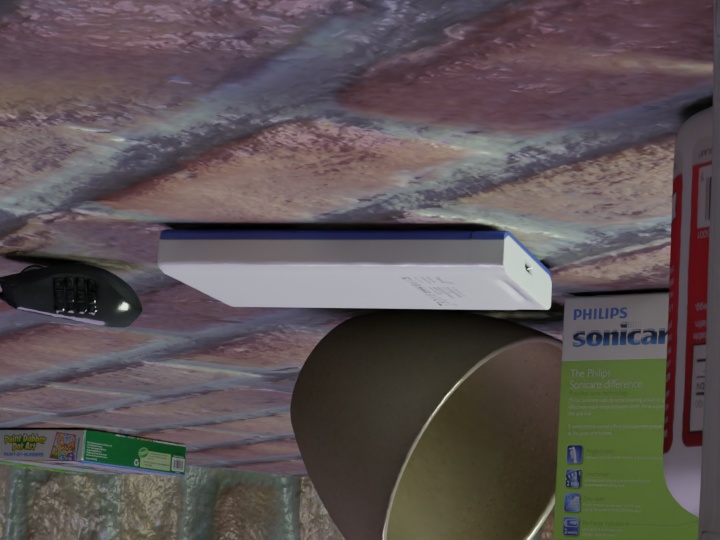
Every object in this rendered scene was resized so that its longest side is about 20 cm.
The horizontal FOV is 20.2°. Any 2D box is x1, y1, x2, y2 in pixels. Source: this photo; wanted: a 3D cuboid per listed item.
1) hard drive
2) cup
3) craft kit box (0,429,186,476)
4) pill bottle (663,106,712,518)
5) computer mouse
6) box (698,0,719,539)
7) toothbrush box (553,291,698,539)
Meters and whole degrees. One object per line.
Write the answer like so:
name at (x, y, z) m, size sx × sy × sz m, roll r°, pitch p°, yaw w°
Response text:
hard drive at (0.000, 0.000, 1.166) m, size 0.198 × 0.026 × 0.132 m, roll 0°, pitch 169°, yaw 17°
cup at (0.036, 0.105, 1.372) m, size 0.143 × 0.201 × 0.200 m, roll 30°, pitch -173°, yaw 35°
craft kit box at (-0.362, 0.236, 2.615) m, size 0.196 × 0.049 × 0.200 m, roll -6°, pitch 166°, yaw 34°
pill bottle at (0.178, 0.039, 0.809) m, size 0.111 × 0.202 × 0.112 m, roll 4°, pitch 171°, yaw 1°
computer mouse at (-0.234, 0.002, 1.271) m, size 0.199 × 0.034 × 0.059 m, roll 11°, pitch -174°, yaw -11°
box at (0.216, 0.014, 0.654) m, size 0.199 × 0.201 × 0.131 m, roll 0°, pitch 169°, yaw 19°
toothbrush box at (0.203, 0.118, 1.259) m, size 0.145 × 0.202 × 0.086 m, roll -4°, pitch 169°, yaw 36°
